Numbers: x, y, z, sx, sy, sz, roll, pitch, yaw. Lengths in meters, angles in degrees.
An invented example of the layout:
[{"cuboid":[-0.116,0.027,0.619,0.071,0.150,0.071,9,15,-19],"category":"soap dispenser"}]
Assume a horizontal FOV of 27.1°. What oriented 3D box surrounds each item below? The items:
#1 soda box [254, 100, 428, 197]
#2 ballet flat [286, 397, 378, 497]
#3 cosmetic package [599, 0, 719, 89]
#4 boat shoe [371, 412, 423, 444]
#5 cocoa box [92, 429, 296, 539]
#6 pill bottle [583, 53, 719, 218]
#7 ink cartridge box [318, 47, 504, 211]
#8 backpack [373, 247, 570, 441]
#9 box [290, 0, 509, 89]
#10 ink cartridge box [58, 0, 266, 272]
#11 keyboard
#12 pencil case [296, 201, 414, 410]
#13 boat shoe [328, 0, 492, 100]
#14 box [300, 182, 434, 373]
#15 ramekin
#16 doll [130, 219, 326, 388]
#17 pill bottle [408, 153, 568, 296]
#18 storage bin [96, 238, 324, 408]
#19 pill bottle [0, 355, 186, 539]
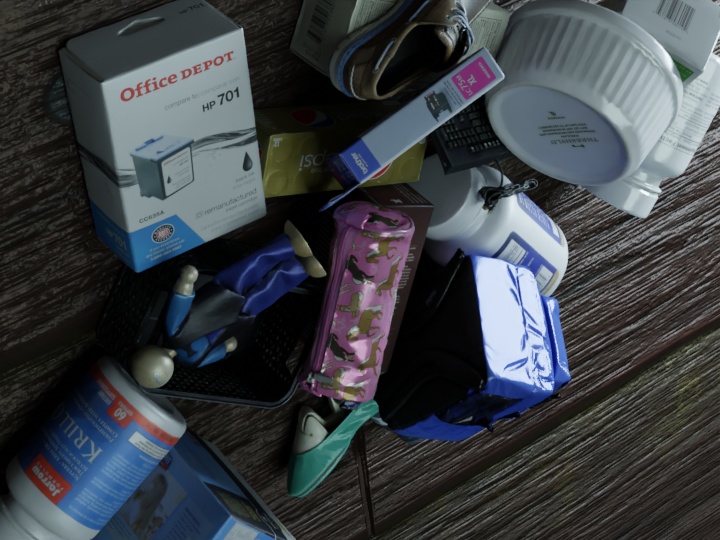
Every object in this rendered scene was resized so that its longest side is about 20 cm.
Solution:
[{"cuboid":[-0.030,-0.122,1.479,0.199,0.064,0.068,-8,122,-36],"category":"soda box"},{"cuboid":[-0.029,0.162,1.684,0.200,0.067,0.070,-47,115,-5],"category":"ballet flat"},{"cuboid":[0.280,-0.222,1.556,0.085,0.107,0.200,-63,-174,-25],"category":"cosmetic package"},{"cuboid":[0.097,0.113,1.749,0.200,0.071,0.091,-44,139,3],"category":"boat shoe"},{"cuboid":[-0.179,0.258,1.512,0.134,0.200,0.131,-51,137,2],"category":"cocoa box"},{"cuboid":[0.338,-0.169,1.721,0.114,0.114,0.201,13,109,-44],"category":"pill bottle"},{"cuboid":[0.036,-0.129,1.392,0.199,0.119,0.042,-39,94,-5],"category":"ink cartridge box"},{"cuboid":[0.114,0.102,1.599,0.167,0.164,0.200,18,145,-33],"category":"backpack"},{"cuboid":[0.041,-0.232,1.452,0.199,0.078,0.096,2,116,-41],"category":"box"},{"cuboid":[-0.174,-0.122,1.342,0.146,0.086,0.201,-26,133,-25],"category":"ink cartridge box"},{"cuboid":[0.142,-0.129,1.562,0.199,0.020,0.128,-20,88,-51],"category":"keyboard"},{"cuboid":[-0.005,0.031,1.460,0.082,0.087,0.202,12,111,-4],"category":"pencil case"},{"cuboid":[0.067,-0.218,1.372,0.200,0.072,0.072,-42,135,-12],"category":"boat shoe"},{"cuboid":[0.000,0.000,1.560,0.074,0.100,0.202,-4,121,-34],"category":"box"},{"cuboid":[0.216,-0.171,1.505,0.095,0.201,0.203,-60,142,-24],"category":"ramekin"},{"cuboid":[-0.130,0.035,1.376,0.199,0.049,0.137,-38,146,-5],"category":"doll"},{"cuboid":[0.132,-0.045,1.628,0.120,0.120,0.200,-52,137,1],"category":"pill bottle"},{"cuboid":[-0.142,0.048,1.479,0.199,0.094,0.136,12,110,-45],"category":"storage bin"},{"cuboid":[-0.272,0.191,1.451,0.200,0.112,0.112,-50,137,0],"category":"pill bottle"}]
